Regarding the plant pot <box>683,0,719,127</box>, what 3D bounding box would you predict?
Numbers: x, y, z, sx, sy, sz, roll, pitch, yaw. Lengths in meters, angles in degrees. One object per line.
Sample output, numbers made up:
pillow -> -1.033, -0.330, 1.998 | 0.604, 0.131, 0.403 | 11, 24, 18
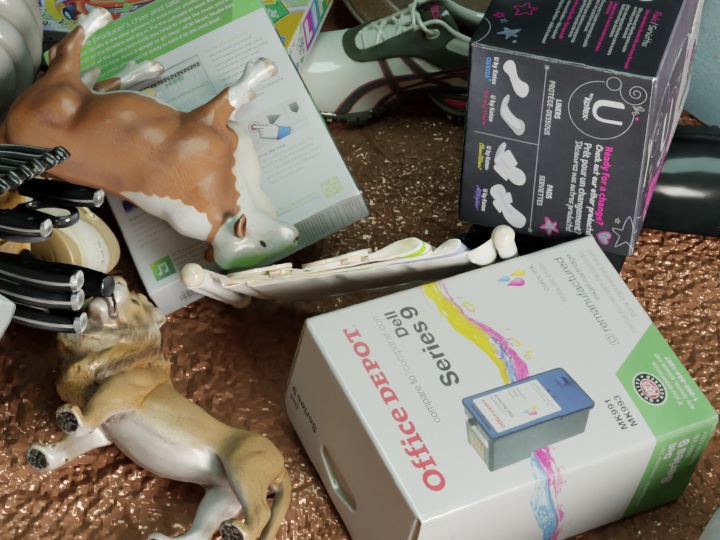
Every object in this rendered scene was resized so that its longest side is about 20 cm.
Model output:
plant pot -> 0.360, -0.190, 1.372 | 0.196, 0.201, 0.195 | 38, 49, 25

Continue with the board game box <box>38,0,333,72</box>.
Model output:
board game box -> -0.122, -0.189, 1.350 | 0.199, 0.034, 0.135 | 7, 47, 16

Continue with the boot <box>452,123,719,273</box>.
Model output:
boot -> 0.172, -0.034, 1.266 | 0.197, 0.074, 0.163 | 18, 42, 18

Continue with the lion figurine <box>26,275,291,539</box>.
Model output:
lion figurine -> -0.102, 0.093, 1.095 | 0.200, 0.073, 0.122 | 40, 34, 9

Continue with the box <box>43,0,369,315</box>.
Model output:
box -> -0.099, -0.086, 1.232 | 0.144, 0.036, 0.201 | -25, 63, -2

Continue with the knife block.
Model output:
knife block -> -0.231, -0.010, 1.120 | 0.176, 0.200, 0.064 | 52, 40, 4

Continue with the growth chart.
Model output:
growth chart -> 0.000, 0.000, 1.147 | 0.199, 0.145, 0.018 | -7, 81, 1

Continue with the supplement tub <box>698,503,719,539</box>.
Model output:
supplement tub -> 0.207, 0.202, 0.991 | 0.132, 0.132, 0.200 | 26, 45, 15

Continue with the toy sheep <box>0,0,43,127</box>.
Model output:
toy sheep -> -0.266, -0.149, 1.254 | 0.137, 0.138, 0.200 | -1, 40, -13

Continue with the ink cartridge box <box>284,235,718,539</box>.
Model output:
ink cartridge box -> 0.077, 0.080, 1.116 | 0.199, 0.088, 0.146 | -16, 56, -23

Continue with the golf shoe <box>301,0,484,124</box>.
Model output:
golf shoe -> 0.024, -0.153, 1.349 | 0.199, 0.088, 0.077 | -1, 47, -10

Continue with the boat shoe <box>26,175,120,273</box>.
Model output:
boat shoe -> -0.232, -0.038, 1.199 | 0.200, 0.074, 0.069 | 30, 24, 24

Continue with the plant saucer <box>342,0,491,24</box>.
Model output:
plant saucer -> 0.072, -0.247, 1.415 | 0.199, 0.201, 0.037 | 14, 4, 3

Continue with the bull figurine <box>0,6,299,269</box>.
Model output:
bull figurine -> -0.117, -0.078, 1.175 | 0.199, 0.065, 0.122 | 21, 62, 13

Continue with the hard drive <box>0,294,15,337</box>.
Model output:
hard drive -> -0.300, 0.026, 1.085 | 0.200, 0.132, 0.026 | 31, 3, 19

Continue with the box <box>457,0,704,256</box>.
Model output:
box -> 0.143, -0.123, 1.218 | 0.114, 0.133, 0.200 | 12, 38, 14
